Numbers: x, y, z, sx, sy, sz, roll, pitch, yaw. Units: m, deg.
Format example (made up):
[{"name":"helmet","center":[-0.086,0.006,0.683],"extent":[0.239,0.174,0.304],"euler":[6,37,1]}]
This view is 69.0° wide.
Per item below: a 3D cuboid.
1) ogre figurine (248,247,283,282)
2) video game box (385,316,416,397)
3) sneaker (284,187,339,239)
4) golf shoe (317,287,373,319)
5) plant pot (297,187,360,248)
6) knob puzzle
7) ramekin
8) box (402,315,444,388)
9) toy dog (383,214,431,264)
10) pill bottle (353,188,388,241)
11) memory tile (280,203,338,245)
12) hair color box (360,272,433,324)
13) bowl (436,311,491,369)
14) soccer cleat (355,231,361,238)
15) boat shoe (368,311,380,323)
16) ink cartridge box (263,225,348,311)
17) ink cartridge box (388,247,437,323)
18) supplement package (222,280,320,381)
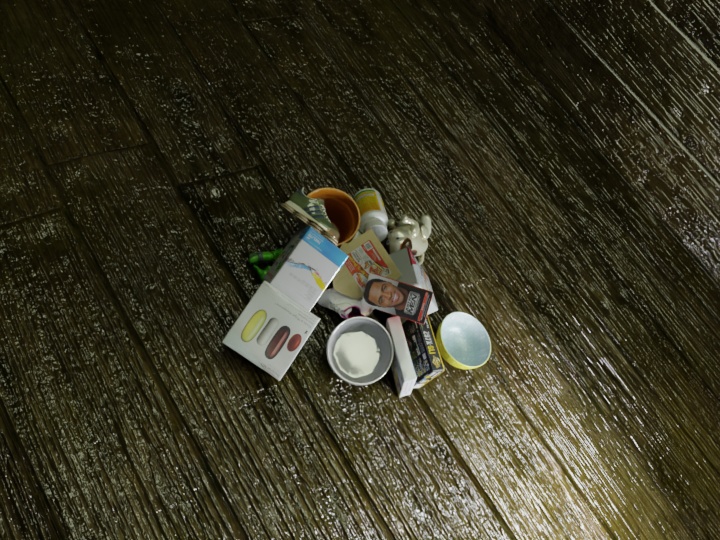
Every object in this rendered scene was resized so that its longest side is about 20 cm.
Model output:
[{"name":"ogre figurine","center":[-0.254,0.009,1.651],"extent":[0.120,0.098,0.200],"euler":[-35,64,-20]},{"name":"video game box","center":[0.119,0.268,1.615],"extent":[0.046,0.183,0.202],"euler":[-10,64,-9]},{"name":"sneaker","center":[-0.132,-0.181,1.613],"extent":[0.199,0.067,0.090],"euler":[35,75,5]},{"name":"golf shoe","center":[-0.055,0.108,1.649],"extent":[0.198,0.076,0.092],"euler":[5,36,20]},{"name":"plant pot","center":[-0.113,-0.144,1.740],"extent":[0.198,0.183,0.202],"euler":[3,72,-10]},{"name":"knob puzzle","center":[0.000,0.000,1.633],"extent":[0.217,0.030,0.222],"euler":[0,86,1]},{"name":"ramekin","center":[-0.007,0.246,1.581],"extent":[0.198,0.105,0.202],"euler":[2,75,-8]},{"name":"box","center":[0.182,0.254,1.671],"extent":[0.049,0.160,0.202],"euler":[0,60,-27]},{"name":"toy dog","center":[0.157,-0.105,1.897],"extent":[0.199,0.138,0.196],"euler":[-20,107,-56]},{"name":"pill bottle","center":[0.039,-0.195,1.889],"extent":[0.112,0.113,0.201],"euler":[9,42,-22]},{"name":"memory tile","center":[-0.149,-0.131,1.553],"extent":[0.199,0.153,0.017],"euler":[35,85,0]},{"name":"hair color box","center":[0.110,0.083,1.569],"extent":[0.198,0.061,0.102],"euler":[16,91,8]},{"name":"bowl","center":[0.330,0.253,1.781],"extent":[0.198,0.108,0.202],"euler":[13,55,-20]},{"name":"soccer cleat","center":[-0.023,-0.115,1.871],"extent":[0.077,0.069,0.201],"euler":[6,45,-58]},{"name":"boat shoe","center":[0.001,0.145,1.704],"extent":[0.067,0.072,0.201],"euler":[-19,70,-34]},{"name":"ink cartridge box","center":[-0.163,-0.008,1.536],"extent":[0.146,0.147,0.201],"euler":[37,84,-18]},{"name":"ink cartridge box","center":[0.144,0.055,1.722],"extent":[0.200,0.144,0.146],"euler":[50,23,-48]},{"name":"supplement package","center":[-0.250,0.170,1.466],"extent":[0.190,0.147,0.201],"euler":[34,76,-5]}]
